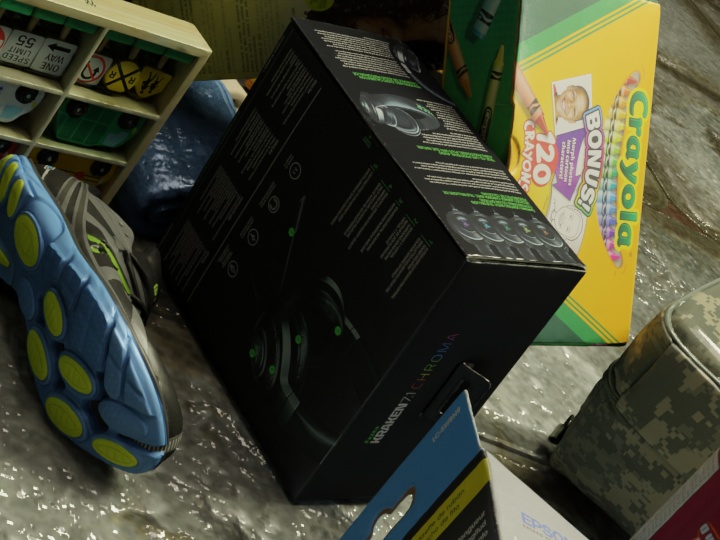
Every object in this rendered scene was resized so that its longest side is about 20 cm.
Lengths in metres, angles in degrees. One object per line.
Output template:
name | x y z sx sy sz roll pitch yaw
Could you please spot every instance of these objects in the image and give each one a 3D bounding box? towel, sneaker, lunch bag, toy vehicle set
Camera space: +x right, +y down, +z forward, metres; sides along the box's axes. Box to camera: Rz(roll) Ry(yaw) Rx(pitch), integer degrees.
towel | -0.129 -0.108 0.959 0.111 0.049 0.200 2 52 -44
sneaker | -0.125 0.013 0.764 0.083 0.071 0.200 8 34 -37
lunch bag | 0.220 0.122 0.932 0.200 0.168 0.139 48 37 18
toy vehicle set | -0.188 -0.096 0.803 0.200 0.124 0.027 11 35 -45

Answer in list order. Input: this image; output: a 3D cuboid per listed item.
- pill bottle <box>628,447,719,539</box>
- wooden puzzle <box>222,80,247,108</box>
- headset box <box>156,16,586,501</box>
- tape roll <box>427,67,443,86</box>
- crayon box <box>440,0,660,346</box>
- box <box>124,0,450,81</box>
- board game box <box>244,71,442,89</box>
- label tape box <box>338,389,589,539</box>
pill bottle | 0.177 0.162 0.761 0.109 0.200 0.110 31 25 -16
wooden puzzle | -0.183 -0.192 1.083 0.200 0.037 0.185 7 38 -49
headset box | 0.000 0.000 0.827 0.093 0.174 0.200 4 40 -43
tape roll | 0.042 -0.060 1.000 0.200 0.066 0.200 30 -12 7
crayon box | 0.102 -0.060 0.878 0.119 0.201 0.058 3 3 -42
box | -0.039 -0.153 0.901 0.199 0.075 0.050 -3 45 2
board game box | 0.066 -0.185 1.212 0.200 0.200 0.200 36 25 -3
label tape box | 0.036 0.167 0.629 0.063 0.144 0.200 29 26 -18
